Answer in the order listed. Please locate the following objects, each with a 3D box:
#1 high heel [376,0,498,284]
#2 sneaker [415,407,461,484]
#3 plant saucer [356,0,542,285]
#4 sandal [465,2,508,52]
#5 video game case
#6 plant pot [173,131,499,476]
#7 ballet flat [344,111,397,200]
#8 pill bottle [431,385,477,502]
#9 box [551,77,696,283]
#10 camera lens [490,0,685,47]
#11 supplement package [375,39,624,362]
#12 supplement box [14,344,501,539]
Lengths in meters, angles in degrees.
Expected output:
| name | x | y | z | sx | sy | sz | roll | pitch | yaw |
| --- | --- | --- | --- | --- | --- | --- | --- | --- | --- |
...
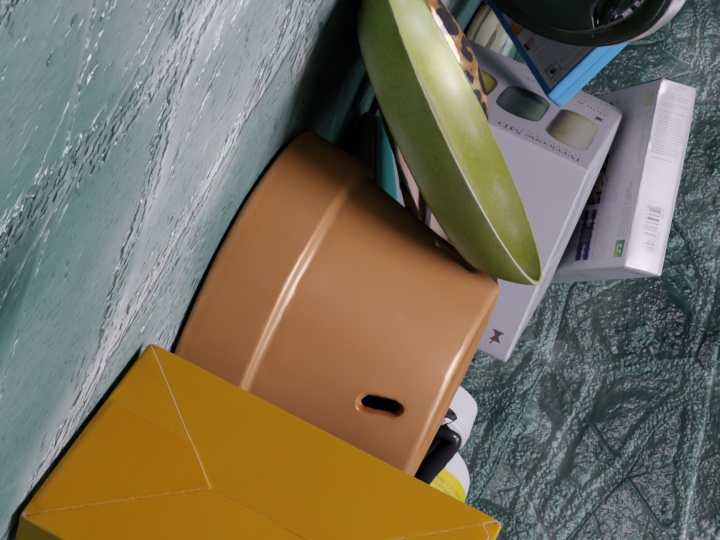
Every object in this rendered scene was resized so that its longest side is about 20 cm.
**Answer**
| name | x | y | z | sx | sy | sz | roll | pitch | yaw |
| --- | --- | --- | --- | --- | --- | --- | --- | --- | --- |
| high heel | 0.054 | -0.067 | 1.202 | 0.143 | 0.071 | 0.201 | -104 | -173 | -63 |
| sneaker | 0.022 | 0.086 | 1.348 | 0.076 | 0.114 | 0.200 | -67 | 175 | 33 |
| plant saucer | 0.045 | -0.077 | 1.092 | 0.031 | 0.201 | 0.200 | -25 | -178 | 12 |
| sandal | 0.088 | -0.133 | 1.580 | 0.202 | 0.057 | 0.080 | -62 | 173 | -24 |
| video game case | 0.164 | -0.216 | 1.429 | 0.143 | 0.018 | 0.200 | -44 | -150 | 15 |
| plant pot | -0.011 | 0.042 | 1.115 | 0.201 | 0.139 | 0.200 | -62 | 173 | -13 |
| ballet flat | 0.000 | 0.000 | 1.267 | 0.073 | 0.073 | 0.201 | 11 | 68 | -83 |
| pill bottle | 0.013 | 0.172 | 1.400 | 0.111 | 0.111 | 0.201 | 101 | 11 | -65 |
| box | 0.185 | -0.064 | 1.513 | 0.200 | 0.036 | 0.145 | 176 | -73 | -69 |
| camera lens | 0.163 | -0.256 | 1.276 | 0.200 | 0.159 | 0.160 | -59 | 171 | -40 |
| supplement package | 0.082 | -0.059 | 1.403 | 0.200 | 0.151 | 0.151 | -49 | 162 | -68 |
| supplement box | -0.066 | 0.185 | 0.967 | 0.133 | 0.196 | 0.201 | -56 | 170 | -48 |
